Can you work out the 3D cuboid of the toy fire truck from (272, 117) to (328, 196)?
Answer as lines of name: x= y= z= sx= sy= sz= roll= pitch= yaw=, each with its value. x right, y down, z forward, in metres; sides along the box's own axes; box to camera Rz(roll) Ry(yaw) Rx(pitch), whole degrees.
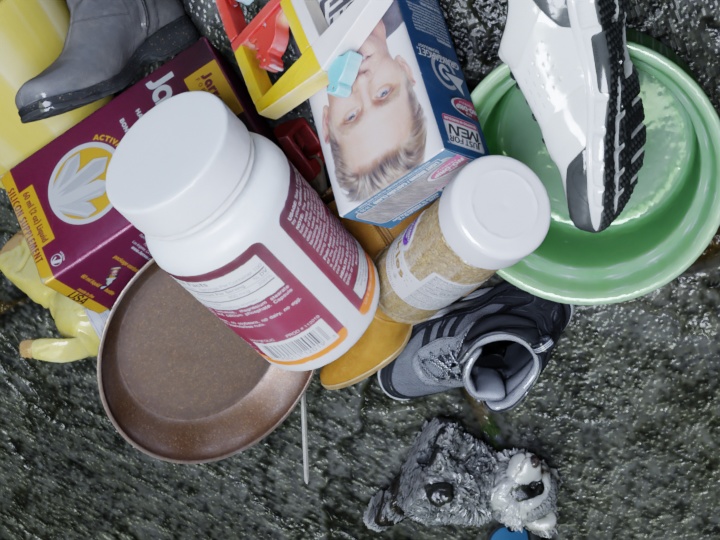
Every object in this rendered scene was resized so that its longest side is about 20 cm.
toy fire truck: x=-0.069 y=-0.019 z=0.877 sx=0.140 sy=0.049 sz=0.201 roll=-17 pitch=111 yaw=22

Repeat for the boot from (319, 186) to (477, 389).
boot: x=0.000 y=0.000 z=0.842 sx=0.201 sy=0.071 sz=0.144 roll=-39 pitch=111 yaw=18

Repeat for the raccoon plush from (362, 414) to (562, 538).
raccoon plush: x=0.102 y=0.212 z=0.940 sx=0.133 sy=0.097 sz=0.200 roll=25 pitch=151 yaw=-11

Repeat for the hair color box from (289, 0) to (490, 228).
hair color box: x=0.014 y=-0.144 z=0.711 sx=0.100 sy=0.060 sz=0.202 roll=-31 pitch=65 yaw=35

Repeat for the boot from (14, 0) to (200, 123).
boot: x=-0.214 y=-0.202 z=0.749 sx=0.069 sy=0.200 sz=0.132 roll=-9 pitch=116 yaw=30

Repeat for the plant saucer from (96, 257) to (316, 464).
plant saucer: x=-0.122 y=0.058 z=0.801 sx=0.037 sy=0.199 sz=0.202 roll=29 pitch=133 yaw=52

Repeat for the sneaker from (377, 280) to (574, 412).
sneaker: x=0.085 y=0.075 z=0.836 sx=0.199 sy=0.114 sz=0.076 roll=-30 pitch=104 yaw=28

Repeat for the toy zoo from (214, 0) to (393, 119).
toy zoo: x=-0.049 y=-0.205 z=0.721 sx=0.131 sy=0.020 sz=0.201 roll=-39 pitch=60 yaw=31

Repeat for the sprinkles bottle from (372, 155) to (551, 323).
sprinkles bottle: x=0.062 y=-0.014 z=0.696 sx=0.068 sy=0.068 sz=0.200 roll=37 pitch=159 yaw=-3

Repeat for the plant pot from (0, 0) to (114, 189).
plant pot: x=-0.309 y=-0.178 z=0.802 sx=0.200 sy=0.202 sz=0.189 roll=-22 pitch=122 yaw=26

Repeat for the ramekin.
ramekin: x=0.170 y=-0.085 z=0.736 sx=0.198 sy=0.098 sz=0.202 roll=8 pitch=118 yaw=15

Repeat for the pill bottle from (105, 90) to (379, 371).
pill bottle: x=-0.078 y=-0.023 z=0.689 sx=0.113 sy=0.115 sz=0.200 roll=-14 pitch=141 yaw=24

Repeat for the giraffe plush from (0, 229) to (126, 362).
giraffe plush: x=-0.211 y=0.036 z=0.902 sx=0.171 sy=0.201 sz=0.163 roll=-22 pitch=143 yaw=3

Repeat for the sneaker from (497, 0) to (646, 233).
sneaker: x=0.135 y=-0.122 z=0.640 sx=0.079 sy=0.074 sz=0.202 roll=4 pitch=114 yaw=35

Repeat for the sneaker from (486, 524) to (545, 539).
sneaker: x=0.202 y=0.320 z=0.958 sx=0.199 sy=0.073 sz=0.082 roll=31 pitch=138 yaw=7

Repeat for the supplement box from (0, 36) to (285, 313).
supplement box: x=-0.165 y=-0.072 z=0.776 sx=0.199 sy=0.086 sz=0.111 roll=-33 pitch=66 yaw=5

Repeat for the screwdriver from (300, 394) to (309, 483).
screwdriver: x=-0.056 y=0.113 z=0.897 sx=0.029 sy=0.028 sz=0.202 roll=-4 pitch=116 yaw=-18
